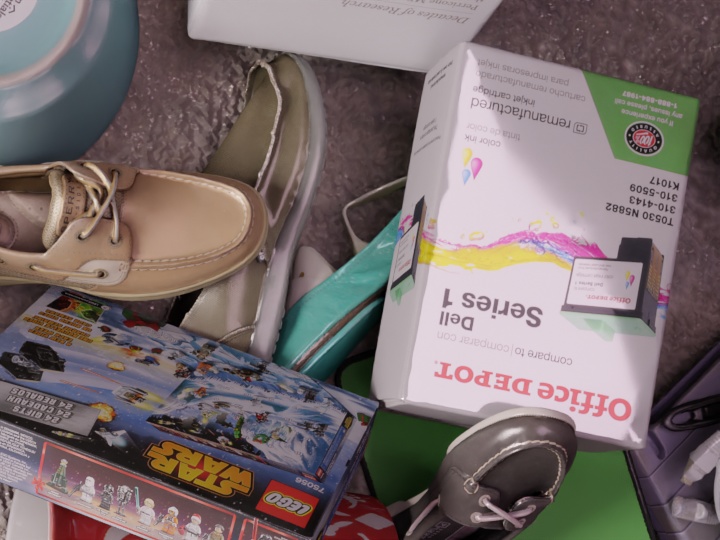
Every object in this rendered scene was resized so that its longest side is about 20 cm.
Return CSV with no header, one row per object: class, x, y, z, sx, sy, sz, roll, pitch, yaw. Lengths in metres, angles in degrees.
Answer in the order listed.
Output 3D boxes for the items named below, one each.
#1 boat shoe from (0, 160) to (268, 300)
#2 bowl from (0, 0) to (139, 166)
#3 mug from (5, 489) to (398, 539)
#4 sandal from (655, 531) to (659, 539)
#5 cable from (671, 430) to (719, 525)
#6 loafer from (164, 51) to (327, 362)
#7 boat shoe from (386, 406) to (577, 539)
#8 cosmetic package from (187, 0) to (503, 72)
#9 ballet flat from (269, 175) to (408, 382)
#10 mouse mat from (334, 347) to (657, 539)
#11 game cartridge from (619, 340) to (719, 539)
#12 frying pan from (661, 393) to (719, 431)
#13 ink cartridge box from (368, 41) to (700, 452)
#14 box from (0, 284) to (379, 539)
boat shoe,-0.149,-0.024,0.784,0.198,0.065,0.072,-4,74,0
bowl,-0.210,-0.145,0.784,0.199,0.105,0.202,1,87,-18
mug,-0.084,0.151,0.800,0.199,0.133,0.179,7,87,-22
sandal,0.124,0.100,0.909,0.200,0.054,0.080,45,74,-7
cable,0.311,0.119,0.864,0.199,0.069,0.200,26,112,-28
loafer,-0.071,-0.032,0.840,0.069,0.075,0.202,13,83,-22
boat shoe,0.061,0.139,0.803,0.066,0.200,0.057,14,55,-21
cosmetic package,0.005,-0.235,0.791,0.165,0.200,0.169,5,67,-19
ballet flat,0.000,0.000,0.877,0.200,0.067,0.070,-41,76,-16
mouse mat,0.085,0.128,0.884,0.160,0.008,0.201,-17,94,9
game cartridge,0.256,0.111,0.948,0.200,0.038,0.130,-37,105,-30
frying pan,0.274,0.063,0.935,0.189,0.031,0.116,17,71,-31
ink cartridge box,0.096,-0.008,0.818,0.144,0.084,0.202,12,82,-10
box,-0.102,0.082,0.759,0.199,0.137,0.040,20,117,7
